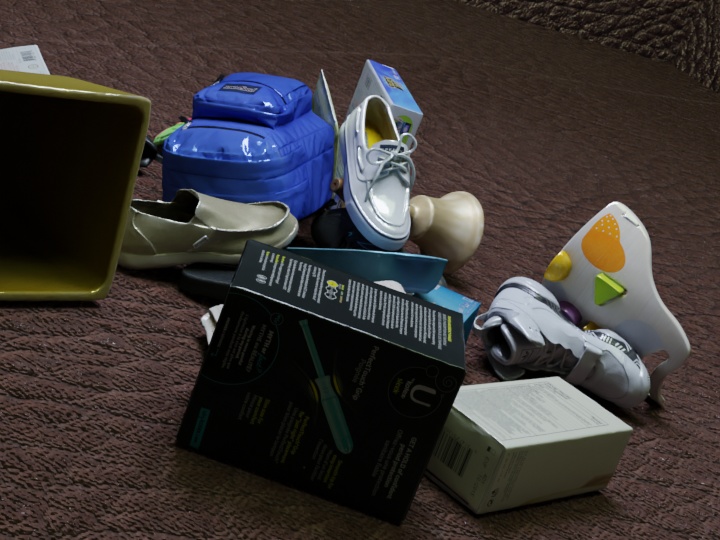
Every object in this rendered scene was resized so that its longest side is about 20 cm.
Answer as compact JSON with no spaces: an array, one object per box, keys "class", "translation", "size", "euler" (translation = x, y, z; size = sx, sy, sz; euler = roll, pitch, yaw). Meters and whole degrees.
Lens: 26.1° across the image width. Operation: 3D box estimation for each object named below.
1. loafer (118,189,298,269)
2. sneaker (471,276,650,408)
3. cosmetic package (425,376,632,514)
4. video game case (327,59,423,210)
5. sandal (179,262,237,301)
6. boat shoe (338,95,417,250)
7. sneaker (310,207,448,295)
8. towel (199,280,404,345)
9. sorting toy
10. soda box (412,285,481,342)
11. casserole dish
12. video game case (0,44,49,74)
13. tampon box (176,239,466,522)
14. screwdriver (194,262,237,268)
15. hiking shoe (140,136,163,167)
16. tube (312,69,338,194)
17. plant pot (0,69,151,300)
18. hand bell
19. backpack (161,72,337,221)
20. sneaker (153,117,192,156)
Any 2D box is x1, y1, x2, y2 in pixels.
[{"class":"loafer","translation":[-0.156,-0.047,1.572],"size":[0.200,0.068,0.076],"euler":[-10,30,-23]},{"class":"sneaker","translation":[0.210,0.093,1.665],"size":[0.200,0.075,0.115],"euler":[38,35,14]},{"class":"cosmetic package","translation":[0.145,0.156,1.415],"size":[0.200,0.071,0.105],"euler":[1,27,-46]},{"class":"video game case","translation":[0.010,-0.147,1.932],"size":[0.045,0.182,0.200],"euler":[17,19,-15]},{"class":"sandal","translation":[-0.085,0.036,1.551],"size":[0.200,0.048,0.075],"euler":[13,17,16]},{"class":"boat shoe","translation":[0.029,-0.120,1.738],"size":[0.074,0.086,0.202],"euler":[13,45,-23]},{"class":"sneaker","translation":[0.008,-0.012,1.727],"size":[0.200,0.076,0.079],"euler":[34,25,35]},{"class":"towel","translation":[-0.043,0.056,1.429],"size":[0.199,0.035,0.133],"euler":[-10,27,-9]},{"class":"sorting toy","translation":[0.289,0.060,1.732],"size":[0.107,0.200,0.180],"euler":[-32,65,-25]},{"class":"soda box","translation":[0.061,0.073,1.557],"size":[0.064,0.068,0.200],"euler":[24,19,11]},{"class":"casserole dish","translation":[0.000,0.000,1.588],"size":[0.121,0.039,0.200],"euler":[7,-1,-37]},{"class":"video game case","translation":[-0.422,-0.184,1.680],"size":[0.181,0.036,0.200],"euler":[-13,30,-15]},{"class":"tampon box","translation":[-0.030,0.088,1.288],"size":[0.200,0.150,0.126],"euler":[20,19,-4]},{"class":"screwdriver","translation":[-0.100,0.007,1.640],"size":[0.200,0.029,0.028],"euler":[4,25,-33]},{"class":"hiking shoe","translation":[-0.312,-0.155,1.769],"size":[0.087,0.075,0.200],"euler":[31,21,29]},{"class":"tube","translation":[-0.049,-0.149,1.866],"size":[0.058,0.200,0.052],"euler":[35,60,13]},{"class":"plant pot","translation":[-0.342,-0.096,1.418],"size":[0.194,0.196,0.200],"euler":[1,18,-46]},{"class":"hand bell","translation":[0.041,-0.072,1.823],"size":[0.200,0.104,0.104],"euler":[20,15,-40]},{"class":"backpack","translation":[-0.135,-0.123,1.717],"size":[0.162,0.168,0.200],"euler":[4,22,21]},{"class":"sneaker","translation":[-0.157,-0.149,1.922],"size":[0.199,0.084,0.077],"euler":[-1,8,-9]}]
